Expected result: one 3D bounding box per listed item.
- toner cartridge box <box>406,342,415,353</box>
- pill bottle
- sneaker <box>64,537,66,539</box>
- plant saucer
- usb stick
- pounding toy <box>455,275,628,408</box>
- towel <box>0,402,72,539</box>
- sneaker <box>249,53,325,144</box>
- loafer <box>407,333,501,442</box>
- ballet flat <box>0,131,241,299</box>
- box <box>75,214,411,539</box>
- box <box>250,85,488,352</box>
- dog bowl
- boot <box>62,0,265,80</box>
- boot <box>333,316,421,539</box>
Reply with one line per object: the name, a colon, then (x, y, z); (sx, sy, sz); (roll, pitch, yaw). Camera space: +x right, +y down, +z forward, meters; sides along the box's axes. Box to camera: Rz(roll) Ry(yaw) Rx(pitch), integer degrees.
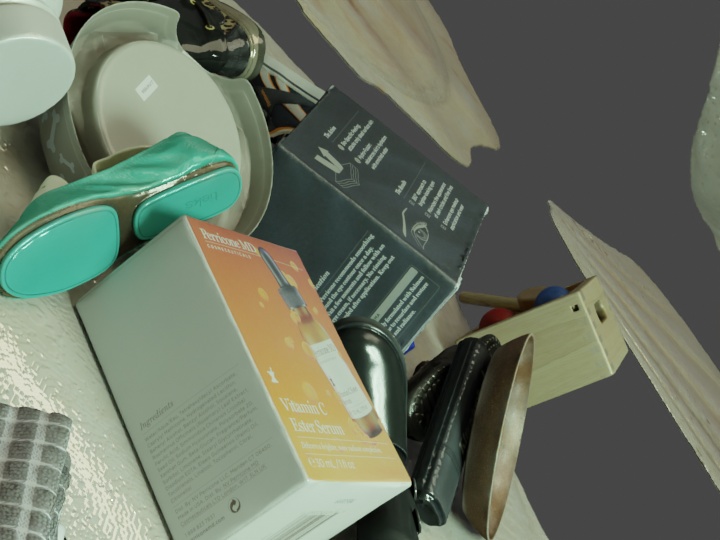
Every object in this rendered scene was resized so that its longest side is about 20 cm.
toner cartridge box: (0.000, 0.000, 1.286); (0.095, 0.043, 0.201); (44, 22, -31)
pill bottle: (-0.272, -0.206, 0.868); (0.114, 0.114, 0.201); (20, 38, -59)
sneaker: (-0.161, 0.184, 0.539); (0.200, 0.073, 0.088); (-94, 158, -69)
plant saucer: (0.130, 0.156, 1.191); (0.034, 0.203, 0.200); (12, 12, 14)
usb stick: (0.086, 0.146, 1.151); (0.056, 0.032, 0.201); (59, 37, -31)
pounding toy: (0.202, 0.072, 1.479); (0.144, 0.183, 0.200); (67, 19, 1)
towel: (-0.192, 0.111, 0.434); (0.164, 0.086, 0.201); (9, 34, -10)
sneaker: (-0.085, -0.176, 1.351); (0.199, 0.080, 0.078); (37, 1, 33)
loafer: (0.082, 0.123, 1.249); (0.199, 0.071, 0.074); (-24, 98, -57)
ballet flat: (-0.173, -0.041, 0.834); (0.199, 0.068, 0.070); (-27, 50, -36)
box: (-0.078, 0.084, 0.851); (0.152, 0.106, 0.201); (16, 42, -61)
box: (-0.002, -0.045, 1.151); (0.199, 0.118, 0.197); (38, 26, -3)
dog bowl: (-0.158, -0.102, 0.955); (0.199, 0.058, 0.202); (25, 55, -42)
boot: (-0.199, -0.220, 1.108); (0.199, 0.074, 0.150); (35, 30, 29)
boot: (0.011, 0.155, 0.940); (0.201, 0.065, 0.166); (-90, 167, -58)
